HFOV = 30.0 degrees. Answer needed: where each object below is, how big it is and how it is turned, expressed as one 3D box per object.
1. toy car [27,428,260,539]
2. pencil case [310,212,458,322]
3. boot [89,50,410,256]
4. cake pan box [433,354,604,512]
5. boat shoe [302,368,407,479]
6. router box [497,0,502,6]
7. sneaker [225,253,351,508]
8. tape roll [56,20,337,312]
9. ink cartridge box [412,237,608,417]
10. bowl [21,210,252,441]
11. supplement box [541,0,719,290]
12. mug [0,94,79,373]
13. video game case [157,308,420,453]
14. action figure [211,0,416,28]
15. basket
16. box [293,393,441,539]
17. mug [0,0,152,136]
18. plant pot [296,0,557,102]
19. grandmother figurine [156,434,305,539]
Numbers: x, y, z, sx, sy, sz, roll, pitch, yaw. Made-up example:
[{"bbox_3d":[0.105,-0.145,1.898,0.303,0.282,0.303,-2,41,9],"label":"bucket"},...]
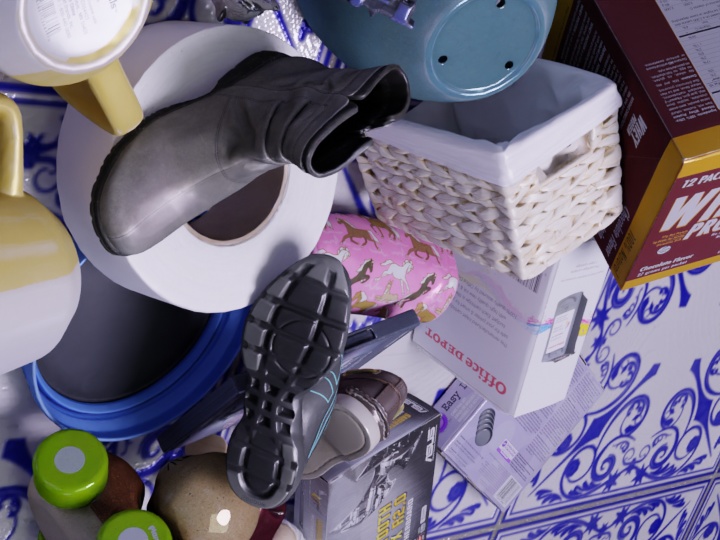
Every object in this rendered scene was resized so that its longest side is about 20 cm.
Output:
[{"bbox_3d":[-0.143,0.177,1.055,0.200,0.158,0.164,-31,156,-29],"label":"toy car"},{"bbox_3d":[0.000,0.000,1.148,0.086,0.083,0.200,-31,157,36],"label":"pencil case"},{"bbox_3d":[-0.069,-0.078,0.847,0.200,0.130,0.068,-44,126,-26],"label":"boot"},{"bbox_3d":[0.168,0.152,1.454,0.184,0.052,0.200,-49,141,-4],"label":"cake pan box"},{"bbox_3d":[-0.030,0.124,1.116,0.060,0.200,0.072,-41,97,-32],"label":"boat shoe"},{"bbox_3d":[0.140,-0.325,1.079,0.200,0.049,0.180,-43,140,-14],"label":"router box"},{"bbox_3d":[-0.051,0.075,0.993,0.079,0.075,0.201,-41,151,-67],"label":"sneaker"},{"bbox_3d":[-0.110,-0.075,0.948,0.202,0.071,0.203,-11,107,-41],"label":"tape roll"},{"bbox_3d":[0.142,0.010,1.246,0.085,0.148,0.201,-13,127,-39],"label":"ink cartridge box"},{"bbox_3d":[-0.171,0.037,1.034,0.200,0.039,0.201,-26,134,-30],"label":"bowl"},{"bbox_3d":[0.250,-0.129,1.092,0.132,0.200,0.197,-16,153,-13],"label":"supplement box"},{"bbox_3d":[-0.251,-0.001,0.828,0.153,0.150,0.187,-12,152,-49],"label":"mug"},{"bbox_3d":[-0.060,0.093,1.133,0.200,0.019,0.143,-20,167,-40],"label":"video game case"},{"bbox_3d":[-0.033,-0.244,0.905,0.194,0.200,0.105,-55,-173,13],"label":"action figure"},{"bbox_3d":[0.099,-0.091,1.071,0.135,0.200,0.124,-32,125,-27],"label":"basket"},{"bbox_3d":[0.004,0.240,1.340,0.158,0.048,0.201,-26,133,-39],"label":"box"},{"bbox_3d":[-0.183,-0.175,0.777,0.186,0.153,0.150,18,103,-50],"label":"mug"},{"bbox_3d":[0.064,-0.201,0.976,0.199,0.135,0.201,-14,136,-14],"label":"plant pot"},{"bbox_3d":[-0.109,0.225,1.220,0.121,0.061,0.200,-40,138,-1],"label":"grandmother figurine"}]
